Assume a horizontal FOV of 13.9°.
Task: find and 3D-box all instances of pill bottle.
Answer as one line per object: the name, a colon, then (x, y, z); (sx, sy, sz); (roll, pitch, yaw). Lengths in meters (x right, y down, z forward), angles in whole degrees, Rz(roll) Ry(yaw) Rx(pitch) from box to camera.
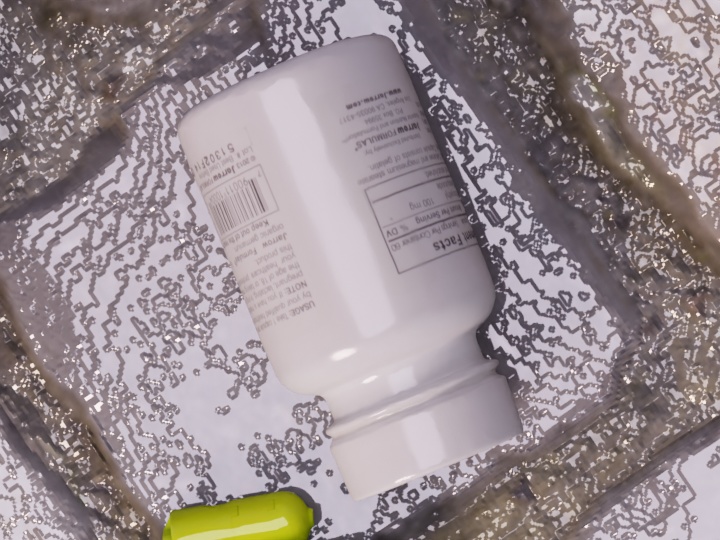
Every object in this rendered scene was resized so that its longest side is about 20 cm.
pill bottle: (0.000, 0.000, 1.401); (0.114, 0.114, 0.201); (-22, 87, 5)

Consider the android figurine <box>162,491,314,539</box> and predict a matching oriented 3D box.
android figurine: (-0.041, 0.200, 1.441); (0.199, 0.041, 0.183); (-12, 88, 6)
